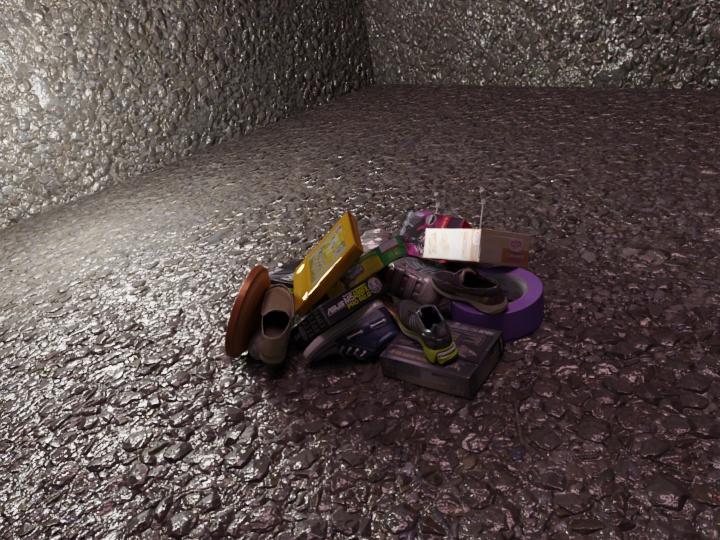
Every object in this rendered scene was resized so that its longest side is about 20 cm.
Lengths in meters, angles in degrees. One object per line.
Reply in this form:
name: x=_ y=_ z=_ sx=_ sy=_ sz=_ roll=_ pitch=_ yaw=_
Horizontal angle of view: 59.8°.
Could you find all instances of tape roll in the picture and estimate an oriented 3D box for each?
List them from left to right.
tape roll: x=0.287 y=0.067 z=1.327 sx=0.194 sy=0.067 sz=0.201 roll=-10 pitch=26 yaw=5

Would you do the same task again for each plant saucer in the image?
plant saucer: x=-0.237 y=0.091 z=1.350 sx=0.031 sy=0.205 sz=0.201 roll=17 pitch=31 yaw=6

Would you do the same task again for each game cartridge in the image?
game cartridge: x=-0.077 y=-0.018 z=1.379 sx=0.200 sy=0.032 sz=0.178 roll=-45 pitch=25 yaw=15

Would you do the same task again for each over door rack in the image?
over door rack: x=0.266 y=-0.127 z=1.692 sx=0.143 sy=0.067 sz=0.204 roll=-3 pitch=49 yaw=18

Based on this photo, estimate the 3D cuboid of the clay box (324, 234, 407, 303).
clay box: x=0.000 y=0.000 z=1.368 sx=0.198 sy=0.048 sz=0.114 roll=-32 pitch=-1 yaw=37

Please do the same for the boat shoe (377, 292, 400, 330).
boat shoe: x=0.045 y=0.076 z=1.396 sx=0.066 sy=0.074 sz=0.199 roll=-23 pitch=26 yaw=-22

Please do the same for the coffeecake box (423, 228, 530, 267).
coffeecake box: x=0.262 y=-0.054 z=1.429 sx=0.150 sy=0.076 sz=0.198 roll=5 pitch=1 yaw=-31

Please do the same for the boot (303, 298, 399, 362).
boot: x=-0.018 y=0.150 z=1.276 sx=0.197 sy=0.092 sz=0.073 roll=-35 pitch=-17 yaw=3

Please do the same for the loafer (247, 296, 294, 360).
loafer: x=-0.183 y=0.118 z=1.396 sx=0.069 sy=0.070 sz=0.202 roll=-32 pitch=21 yaw=35

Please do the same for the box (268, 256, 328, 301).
box: x=-0.126 y=0.020 z=1.566 sx=0.189 sy=0.049 sz=0.198 roll=12 pitch=22 yaw=34

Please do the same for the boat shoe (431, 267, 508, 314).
boat shoe: x=0.220 y=0.027 z=1.282 sx=0.071 sy=0.067 sz=0.198 roll=-25 pitch=29 yaw=-26

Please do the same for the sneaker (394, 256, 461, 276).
sneaker: x=0.142 y=0.017 z=1.471 sx=0.194 sy=0.077 sz=0.080 roll=0 pitch=30 yaw=23

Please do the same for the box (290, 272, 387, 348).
box: x=-0.050 y=0.087 z=1.324 sx=0.158 sy=0.045 sz=0.200 roll=-29 pitch=-6 yaw=-31

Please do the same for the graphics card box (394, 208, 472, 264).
graphics card box: x=0.177 y=-0.081 z=1.607 sx=0.197 sy=0.051 sz=0.128 roll=17 pitch=77 yaw=45

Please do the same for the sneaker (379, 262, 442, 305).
sneaker: x=0.097 y=0.032 z=1.408 sx=0.196 sy=0.084 sz=0.087 roll=17 pitch=-5 yaw=40

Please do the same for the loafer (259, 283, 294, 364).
loafer: x=-0.172 y=0.099 z=1.312 sx=0.073 sy=0.069 sz=0.204 roll=6 pitch=45 yaw=-9

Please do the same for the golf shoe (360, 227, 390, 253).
golf shoe: x=-0.010 y=-0.041 z=1.650 sx=0.195 sy=0.075 sz=0.094 roll=-20 pitch=55 yaw=19

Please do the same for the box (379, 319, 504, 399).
box: x=0.159 y=0.161 z=1.212 sx=0.195 sy=0.050 sz=0.158 roll=8 pitch=33 yaw=35

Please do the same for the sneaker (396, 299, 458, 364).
sneaker: x=0.125 y=0.095 z=1.205 sx=0.072 sy=0.083 sz=0.200 roll=-19 pitch=27 yaw=-17
